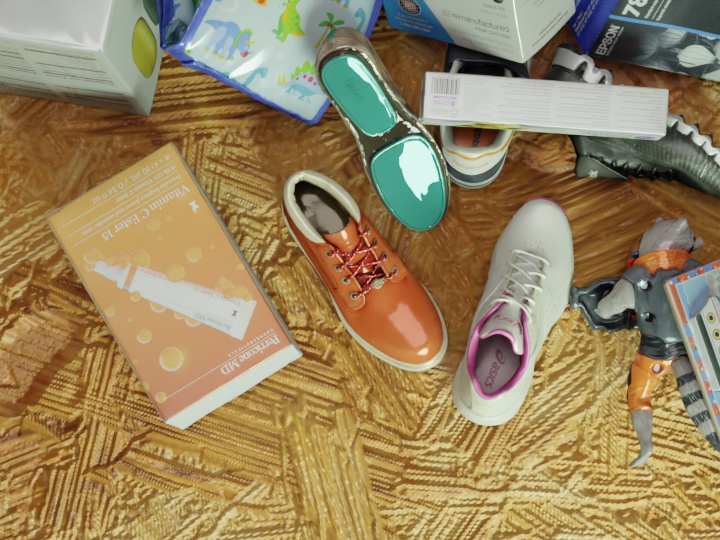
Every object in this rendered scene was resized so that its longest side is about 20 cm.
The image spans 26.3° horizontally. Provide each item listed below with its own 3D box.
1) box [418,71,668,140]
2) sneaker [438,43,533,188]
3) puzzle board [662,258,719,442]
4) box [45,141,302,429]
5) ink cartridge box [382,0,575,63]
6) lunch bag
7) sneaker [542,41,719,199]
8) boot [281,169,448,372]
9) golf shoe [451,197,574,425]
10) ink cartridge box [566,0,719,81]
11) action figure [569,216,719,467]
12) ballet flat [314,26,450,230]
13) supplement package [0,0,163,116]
[{"bbox_3d":[0.148,-0.133,1.251,0.200,0.039,0.041,3,88,-1],"label":"box"},{"bbox_3d":[0.109,-0.175,1.316,0.078,0.079,0.200,4,80,4],"label":"sneaker"},{"bbox_3d":[0.335,0.080,1.241,0.151,0.017,0.200,-19,88,-31],"label":"puzzle board"},{"bbox_3d":[-0.154,0.015,1.288,0.124,0.097,0.200,-32,81,-3],"label":"box"},{"bbox_3d":[0.080,-0.282,1.225,0.146,0.200,0.086,21,56,34],"label":"ink cartridge box"},{"bbox_3d":[-0.073,-0.241,1.278,0.127,0.170,0.200,3,75,46],"label":"lunch bag"},{"bbox_3d":[0.227,-0.104,1.307,0.200,0.066,0.091,36,87,11],"label":"sneaker"},{"bbox_3d":[0.000,0.000,1.280,0.075,0.107,0.200,-39,83,-5],"label":"boot"},{"bbox_3d":[0.132,0.031,1.276,0.075,0.092,0.200,16,81,7],"label":"golf shoe"},{"bbox_3d":[0.257,-0.213,1.278,0.200,0.099,0.039,10,54,-10],"label":"ink cartridge box"},{"bbox_3d":[0.283,0.047,1.263,0.200,0.105,0.194,-14,90,1],"label":"action figure"},{"bbox_3d":[0.023,-0.123,1.293,0.068,0.200,0.067,-21,36,10],"label":"ballet flat"},{"bbox_3d":[-0.250,-0.235,1.279,0.151,0.200,0.152,10,82,4],"label":"supplement package"}]
